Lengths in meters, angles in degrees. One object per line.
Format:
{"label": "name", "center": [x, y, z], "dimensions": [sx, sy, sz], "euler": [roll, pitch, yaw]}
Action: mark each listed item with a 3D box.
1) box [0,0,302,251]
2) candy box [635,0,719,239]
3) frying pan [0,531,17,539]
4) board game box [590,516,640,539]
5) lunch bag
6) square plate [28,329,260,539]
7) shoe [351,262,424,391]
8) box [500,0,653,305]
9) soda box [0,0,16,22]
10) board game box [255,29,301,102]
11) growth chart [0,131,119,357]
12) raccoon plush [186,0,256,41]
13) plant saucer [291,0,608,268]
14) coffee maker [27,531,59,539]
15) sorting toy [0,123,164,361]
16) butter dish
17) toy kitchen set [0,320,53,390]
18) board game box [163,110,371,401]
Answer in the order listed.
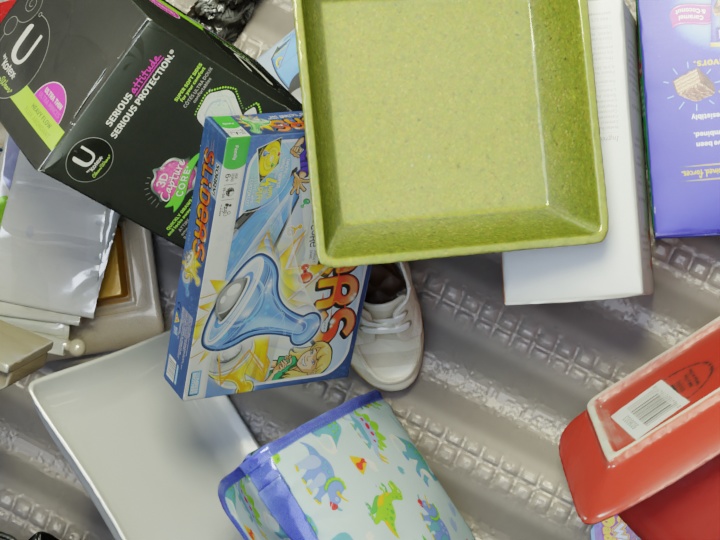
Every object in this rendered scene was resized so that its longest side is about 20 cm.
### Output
{"label": "box", "center": [-0.139, -0.108, 1.350], "dimensions": [0.125, 0.200, 0.149], "euler": [-52, 44, 7]}
{"label": "candy box", "center": [0.279, -0.127, 1.385], "dimensions": [0.168, 0.077, 0.202], "euler": [-4, 88, 11]}
{"label": "frying pan", "center": [-0.361, 0.182, 1.541], "dimensions": [0.189, 0.031, 0.116], "euler": [-16, 87, 8]}
{"label": "board game box", "center": [0.243, 0.242, 1.411], "dimensions": [0.157, 0.039, 0.202], "euler": [-4, 89, 12]}
{"label": "lunch bag", "center": [-0.007, 0.187, 1.382], "dimensions": [0.127, 0.200, 0.171], "euler": [-35, 84, 9]}
{"label": "square plate", "center": [-0.134, 0.147, 1.415], "dimensions": [0.028, 0.200, 0.199], "euler": [-36, 82, 29]}
{"label": "shoe", "center": [0.000, 0.000, 1.428], "dimensions": [0.069, 0.053, 0.201], "euler": [-15, 107, 3]}
{"label": "box", "center": [0.148, -0.079, 1.388], "dimensions": [0.097, 0.124, 0.202], "euler": [-4, 89, 12]}
{"label": "soda box", "center": [-0.252, -0.169, 1.498], "dimensions": [0.198, 0.068, 0.065], "euler": [-12, 88, 12]}
{"label": "board game box", "center": [-0.030, -0.096, 1.469], "dimensions": [0.200, 0.037, 0.152], "euler": [-37, 84, 10]}
{"label": "growth chart", "center": [-0.239, -0.035, 1.487], "dimensions": [0.144, 0.018, 0.201], "euler": [19, 92, 15]}
{"label": "raccoon plush", "center": [-0.118, -0.261, 1.463], "dimensions": [0.134, 0.097, 0.200], "euler": [44, 99, 16]}
{"label": "plant saucer", "center": [0.053, -0.109, 1.291], "dimensions": [0.198, 0.048, 0.202], "euler": [-5, 89, -15]}
{"label": "coffee maker", "center": [-0.271, 0.298, 1.443], "dimensions": [0.200, 0.192, 0.135], "euler": [-40, 66, 7]}
{"label": "sorting toy", "center": [-0.251, -0.031, 1.515], "dimensions": [0.184, 0.036, 0.202], "euler": [-10, 89, 11]}
{"label": "butter dish", "center": [0.250, 0.133, 1.347], "dimensions": [0.199, 0.200, 0.148], "euler": [-32, 102, 7]}
{"label": "toy kitchen set", "center": [-0.317, 0.109, 1.404], "dimensions": [0.162, 0.200, 0.182], "euler": [19, 106, 12]}
{"label": "board game box", "center": [-0.054, -0.012, 1.347], "dimensions": [0.034, 0.135, 0.201], "euler": [45, 133, 46]}
